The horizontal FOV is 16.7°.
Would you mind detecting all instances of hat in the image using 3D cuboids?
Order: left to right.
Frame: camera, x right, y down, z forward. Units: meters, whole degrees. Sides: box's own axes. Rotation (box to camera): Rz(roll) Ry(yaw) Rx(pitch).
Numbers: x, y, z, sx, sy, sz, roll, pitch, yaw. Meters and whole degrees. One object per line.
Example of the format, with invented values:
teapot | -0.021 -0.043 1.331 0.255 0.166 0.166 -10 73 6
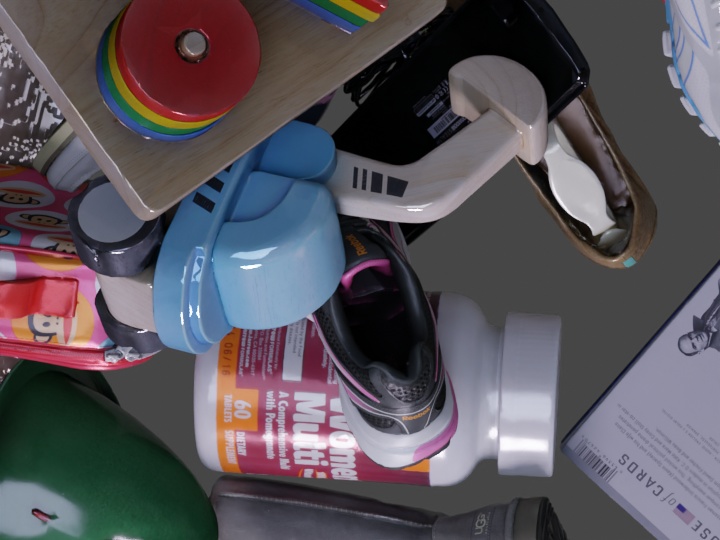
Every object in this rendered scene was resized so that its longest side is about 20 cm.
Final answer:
hat | -0.094 0.138 1.348 0.175 0.166 0.201 2 135 24

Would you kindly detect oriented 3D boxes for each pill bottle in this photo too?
pill bottle | 0.012 0.065 1.378 0.199 0.110 0.110 3 104 6

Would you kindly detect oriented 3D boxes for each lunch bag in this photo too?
lunch bag | -0.197 -0.002 1.350 0.199 0.176 0.082 8 104 5

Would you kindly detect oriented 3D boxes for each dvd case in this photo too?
dvd case | 0.222 0.083 1.358 0.150 0.025 0.200 43 124 8

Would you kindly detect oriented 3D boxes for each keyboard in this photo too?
keyboard | 0.050 -0.100 1.330 0.104 0.040 0.200 53 139 3

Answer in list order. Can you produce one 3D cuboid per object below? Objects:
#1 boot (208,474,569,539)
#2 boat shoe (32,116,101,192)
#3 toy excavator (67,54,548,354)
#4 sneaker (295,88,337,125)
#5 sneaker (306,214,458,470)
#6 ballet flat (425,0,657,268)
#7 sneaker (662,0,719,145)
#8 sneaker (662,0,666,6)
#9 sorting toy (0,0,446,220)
boot | 0.026 0.183 1.420 0.199 0.073 0.182 -5 134 19
boat shoe | -0.110 -0.086 1.312 0.068 0.075 0.200 41 142 -10
toy excavator | -0.022 -0.036 1.239 0.199 0.195 0.100 15 150 14
sneaker | -0.093 -0.153 1.345 0.200 0.070 0.082 38 138 -10
sneaker | 0.000 0.000 1.302 0.080 0.086 0.201 -25 62 -12
ballet flat | 0.099 -0.084 1.351 0.068 0.072 0.201 -30 99 11
sneaker | 0.186 -0.145 1.250 0.075 0.087 0.201 -22 94 0
sneaker | 0.174 -0.152 1.327 0.112 0.071 0.201 -9 95 4
sorting toy | -0.077 -0.164 1.178 0.200 0.070 0.199 -37 94 -24
